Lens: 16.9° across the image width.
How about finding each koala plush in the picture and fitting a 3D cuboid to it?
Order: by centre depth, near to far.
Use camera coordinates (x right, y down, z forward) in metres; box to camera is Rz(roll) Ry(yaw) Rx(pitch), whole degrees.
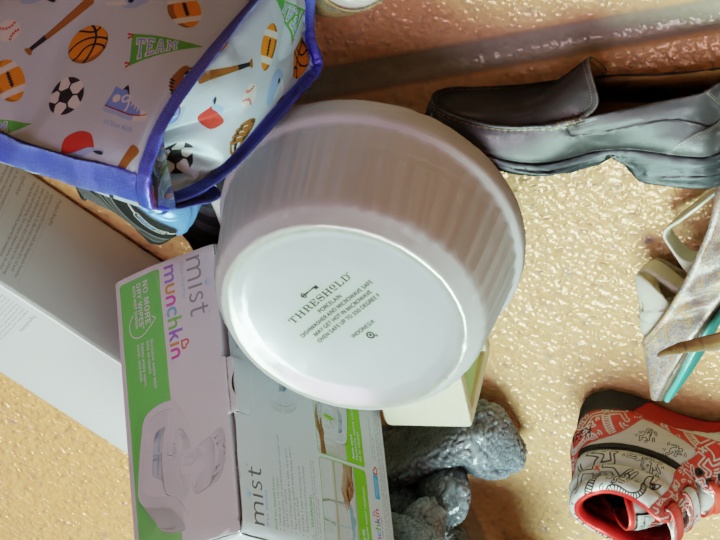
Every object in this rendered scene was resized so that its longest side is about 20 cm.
[{"bbox_3d":[0.064,0.224,1.781,0.183,0.178,0.200,-16,127,44],"label":"koala plush"}]

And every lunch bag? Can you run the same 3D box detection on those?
[{"bbox_3d":[-0.141,-0.120,1.454,0.169,0.200,0.124,17,137,23],"label":"lunch bag"}]

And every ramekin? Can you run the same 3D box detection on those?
[{"bbox_3d":[0.000,0.000,1.520,0.201,0.094,0.203,8,134,9],"label":"ramekin"}]

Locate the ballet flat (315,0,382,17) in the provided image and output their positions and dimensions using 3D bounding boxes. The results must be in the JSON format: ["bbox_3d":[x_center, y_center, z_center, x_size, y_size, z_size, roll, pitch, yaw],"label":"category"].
[{"bbox_3d":[0.018,-0.201,1.449,0.071,0.071,0.200,38,132,-19],"label":"ballet flat"}]

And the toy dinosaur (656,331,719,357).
[{"bbox_3d":[0.292,0.022,1.577,0.200,0.060,0.106,-33,122,8],"label":"toy dinosaur"}]

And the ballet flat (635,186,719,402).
[{"bbox_3d":[0.221,0.003,1.594,0.067,0.068,0.200,36,130,9],"label":"ballet flat"}]

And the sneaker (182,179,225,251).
[{"bbox_3d":[-0.113,-0.065,1.615,0.082,0.072,0.201,-2,132,20],"label":"sneaker"}]

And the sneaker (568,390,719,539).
[{"bbox_3d":[0.242,0.154,1.690,0.200,0.108,0.067,12,135,5],"label":"sneaker"}]

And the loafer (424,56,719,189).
[{"bbox_3d":[0.138,-0.102,1.511,0.199,0.073,0.073,3,125,1],"label":"loafer"}]

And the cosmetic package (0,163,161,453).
[{"bbox_3d":[-0.205,0.025,1.705,0.200,0.108,0.085,37,132,-16],"label":"cosmetic package"}]

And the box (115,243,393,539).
[{"bbox_3d":[-0.068,0.106,1.633,0.096,0.201,0.176,-20,155,32],"label":"box"}]

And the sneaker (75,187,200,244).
[{"bbox_3d":[-0.184,-0.090,1.572,0.200,0.071,0.083,44,148,11],"label":"sneaker"}]

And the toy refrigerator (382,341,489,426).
[{"bbox_3d":[0.039,0.009,1.637,0.070,0.076,0.201,0,132,17],"label":"toy refrigerator"}]
